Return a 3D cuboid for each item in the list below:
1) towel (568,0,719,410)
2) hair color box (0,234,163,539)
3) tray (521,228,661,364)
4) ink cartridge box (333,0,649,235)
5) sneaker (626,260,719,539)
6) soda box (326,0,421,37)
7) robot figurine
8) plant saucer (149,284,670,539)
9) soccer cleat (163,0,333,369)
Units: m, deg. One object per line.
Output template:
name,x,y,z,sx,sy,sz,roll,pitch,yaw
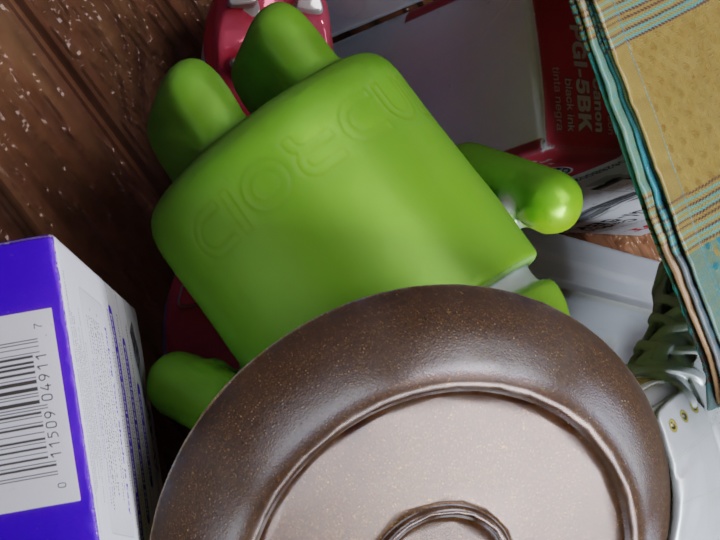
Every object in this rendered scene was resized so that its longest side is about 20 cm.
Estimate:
towel,0.154,-0.059,0.975,0.146,0.022,0.201,-25,97,-39
hair color box,-0.113,0.058,0.870,0.064,0.200,0.110,-10,82,2
tray,0.059,0.032,1.091,0.199,0.022,0.108,14,105,-37
ink cartridge box,0.103,-0.071,1.113,0.199,0.146,0.083,1,78,-39
sneaker,0.132,0.036,0.987,0.115,0.073,0.201,13,76,-51
soda box,0.039,-0.157,1.045,0.064,0.199,0.068,-32,100,-47
robot figurine,0.000,0.000,0.938,0.175,0.116,0.200,-35,84,-21
plant saucer,0.024,0.104,0.882,0.199,0.032,0.201,-7,112,-17
soccer cleat,-0.045,-0.029,1.037,0.066,0.076,0.201,5,88,-6
